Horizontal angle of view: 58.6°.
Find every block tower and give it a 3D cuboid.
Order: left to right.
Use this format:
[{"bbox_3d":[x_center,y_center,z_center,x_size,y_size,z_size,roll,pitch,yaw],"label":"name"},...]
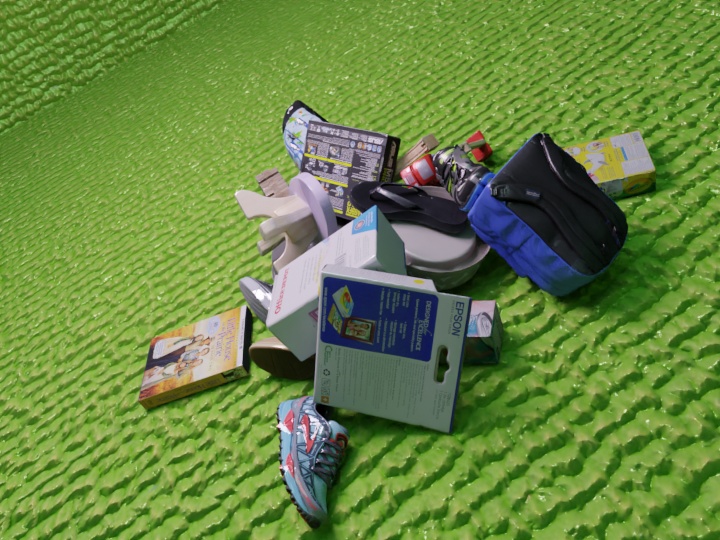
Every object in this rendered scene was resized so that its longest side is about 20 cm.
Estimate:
[{"bbox_3d":[-0.168,-0.150,1.355,0.053,0.058,0.201,-30,41,-4],"label":"block tower"}]

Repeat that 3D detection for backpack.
[{"bbox_3d":[-0.079,-0.243,1.345,0.198,0.164,0.154,28,71,37],"label":"backpack"},{"bbox_3d":[0.277,-0.069,0.941,0.199,0.168,0.163,41,69,9],"label":"backpack"}]

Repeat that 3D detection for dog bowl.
[{"bbox_3d":[0.116,-0.052,1.048,0.195,0.059,0.203,1,46,-1],"label":"dog bowl"}]

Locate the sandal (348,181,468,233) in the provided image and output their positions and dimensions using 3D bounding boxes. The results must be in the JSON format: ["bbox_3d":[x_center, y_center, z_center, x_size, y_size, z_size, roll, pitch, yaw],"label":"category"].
[{"bbox_3d":[0.079,-0.115,1.036,0.196,0.043,0.077,12,47,9],"label":"sandal"}]

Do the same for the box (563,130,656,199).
[{"bbox_3d":[0.380,-0.163,1.080,0.196,0.049,0.119,-10,43,16],"label":"box"}]

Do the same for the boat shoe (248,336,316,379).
[{"bbox_3d":[-0.078,0.125,1.006,0.195,0.072,0.065,1,40,16],"label":"boat shoe"}]

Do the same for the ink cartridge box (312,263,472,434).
[{"bbox_3d":[0.038,0.102,0.846,0.195,0.202,0.047,9,22,9],"label":"ink cartridge box"}]

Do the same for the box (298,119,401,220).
[{"bbox_3d":[-0.029,-0.182,1.185,0.197,0.164,0.044,19,13,37],"label":"box"}]

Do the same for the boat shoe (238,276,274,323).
[{"bbox_3d":[-0.133,0.060,1.111,0.071,0.073,0.199,-37,50,-27],"label":"boat shoe"}]

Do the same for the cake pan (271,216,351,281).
[{"bbox_3d":[-0.085,-0.041,1.208,0.196,0.037,0.203,-16,41,13],"label":"cake pan"}]

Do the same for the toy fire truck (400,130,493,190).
[{"bbox_3d":[0.161,-0.198,1.170,0.140,0.049,0.199,-34,-5,23],"label":"toy fire truck"}]

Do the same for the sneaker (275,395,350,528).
[{"bbox_3d":[-0.059,0.240,0.859,0.094,0.080,0.202,-21,40,3],"label":"sneaker"}]

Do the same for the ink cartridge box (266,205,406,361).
[{"bbox_3d":[-0.034,0.019,0.939,0.198,0.085,0.146,-31,28,20],"label":"ink cartridge box"}]

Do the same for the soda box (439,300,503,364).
[{"bbox_3d":[0.105,0.092,0.941,0.196,0.064,0.069,-4,44,26],"label":"soda box"}]

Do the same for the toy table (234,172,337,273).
[{"bbox_3d":[-0.122,-0.078,1.096,0.116,0.201,0.186,-30,75,-15],"label":"toy table"}]

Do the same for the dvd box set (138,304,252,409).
[{"bbox_3d":[-0.284,0.148,1.116,0.196,0.030,0.148,-19,40,10],"label":"dvd box set"}]

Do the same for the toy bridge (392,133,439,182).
[{"bbox_3d":[0.065,-0.180,1.188,0.067,0.027,0.200,-32,-4,-39],"label":"toy bridge"}]

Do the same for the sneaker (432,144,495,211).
[{"bbox_3d":[0.151,-0.149,1.000,0.071,0.082,0.200,-47,17,8],"label":"sneaker"}]
